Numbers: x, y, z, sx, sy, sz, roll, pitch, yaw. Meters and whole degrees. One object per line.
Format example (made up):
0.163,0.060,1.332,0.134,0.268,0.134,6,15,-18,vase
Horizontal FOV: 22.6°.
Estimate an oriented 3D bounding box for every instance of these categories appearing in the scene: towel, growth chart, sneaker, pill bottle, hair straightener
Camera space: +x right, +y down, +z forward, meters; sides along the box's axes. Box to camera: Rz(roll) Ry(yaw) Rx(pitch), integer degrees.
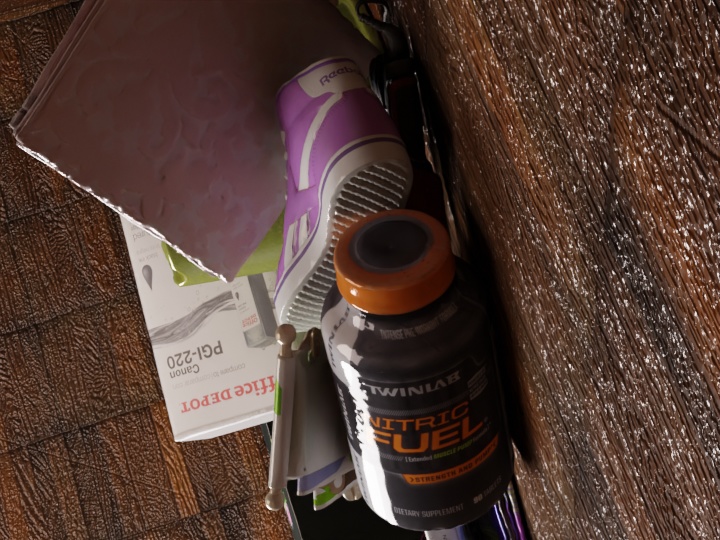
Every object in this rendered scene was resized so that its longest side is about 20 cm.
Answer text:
-0.100,-0.115,1.125,0.200,0.192,0.032,37,174,-41,towel
0.001,0.090,1.195,0.018,0.199,0.146,18,108,32,growth chart
-0.022,-0.052,1.143,0.115,0.072,0.201,65,150,29,sneaker
0.034,0.059,1.114,0.107,0.105,0.201,-114,8,-49,pill bottle
0.020,-0.083,1.147,0.077,0.041,0.202,-117,11,-61,hair straightener
0.090,0.157,1.294,0.144,0.023,0.202,-128,21,-74,towel

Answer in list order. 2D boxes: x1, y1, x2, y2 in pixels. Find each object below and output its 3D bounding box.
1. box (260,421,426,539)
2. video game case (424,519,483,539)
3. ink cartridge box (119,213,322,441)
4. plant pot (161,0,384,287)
-0.004,0.197,1.717,0.124,0.147,0.202,115,138,-80,box
0.083,0.230,1.379,0.200,0.025,0.183,-78,-27,-73,video game case
-0.097,0.023,1.443,0.085,0.145,0.202,-8,-99,-58,ink cartridge box
-0.064,-0.076,1.283,0.200,0.182,0.202,163,90,-84,plant pot
